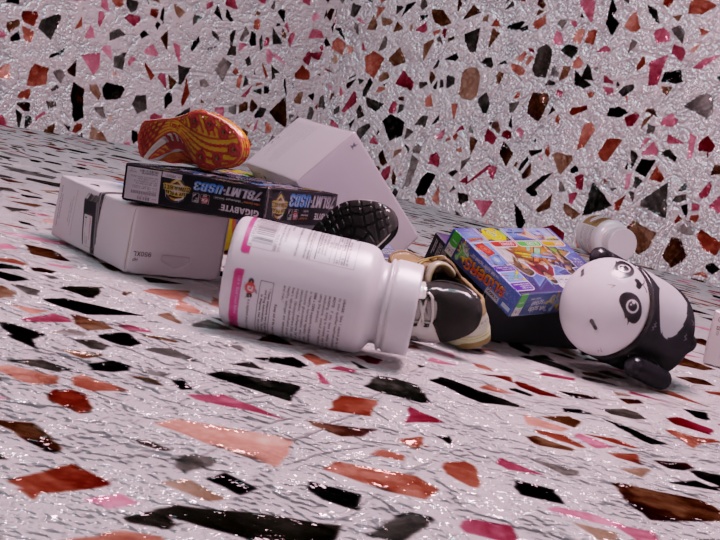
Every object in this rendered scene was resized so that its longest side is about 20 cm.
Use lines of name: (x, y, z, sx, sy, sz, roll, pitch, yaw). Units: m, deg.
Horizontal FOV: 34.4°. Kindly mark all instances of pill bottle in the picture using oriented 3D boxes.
pill bottle: (-0.039, 0.020, 1.203, 0.197, 0.115, 0.113, 13, 7, 3)
pill bottle: (0.698, -0.090, 3.296, 0.113, 0.116, 0.200, 10, 8, -15)

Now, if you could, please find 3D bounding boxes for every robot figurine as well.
robot figurine: (0.330, 0.058, 1.419, 0.199, 0.126, 0.150, 23, 5, -41)

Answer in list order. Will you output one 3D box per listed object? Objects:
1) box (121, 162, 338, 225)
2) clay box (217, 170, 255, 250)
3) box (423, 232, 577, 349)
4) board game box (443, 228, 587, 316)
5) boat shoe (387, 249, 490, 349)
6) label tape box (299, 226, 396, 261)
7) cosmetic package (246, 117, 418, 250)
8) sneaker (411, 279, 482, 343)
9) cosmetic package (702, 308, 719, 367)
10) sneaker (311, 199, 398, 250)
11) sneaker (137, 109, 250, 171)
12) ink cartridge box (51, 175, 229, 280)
box: (-0.155, -0.092, 1.417, 0.196, 0.051, 0.199, 13, 7, 21)
clay box: (-0.206, -0.091, 1.758, 0.047, 0.117, 0.200, 12, 8, 8)
box: (0.194, 0.028, 1.538, 0.198, 0.080, 0.142, 8, 30, -33)
board game box: (0.216, -0.002, 1.477, 0.198, 0.035, 0.136, -1, 38, -43)
boat shoe: (0.096, 0.018, 1.428, 0.073, 0.067, 0.200, -19, 37, -27)
label tape box: (0.000, 0.000, 1.553, 0.200, 0.066, 0.142, 48, 24, 27)
cosmetic package: (-0.045, -0.108, 1.767, 0.200, 0.123, 0.199, 56, -16, -26)
sneaker: (0.038, 0.046, 1.322, 0.197, 0.075, 0.088, 3, 5, 22)
cosmetic package: (0.613, 0.117, 1.686, 0.198, 0.086, 0.107, 18, 9, 31)
sneaker: (-0.018, -0.024, 1.422, 0.199, 0.077, 0.087, -28, -26, 35)
sneaker: (-0.197, -0.164, 1.444, 0.076, 0.074, 0.198, -3, 12, -44)
ink cartridge box: (-0.282, -0.056, 1.485, 0.143, 0.086, 0.199, 5, 12, -42)
